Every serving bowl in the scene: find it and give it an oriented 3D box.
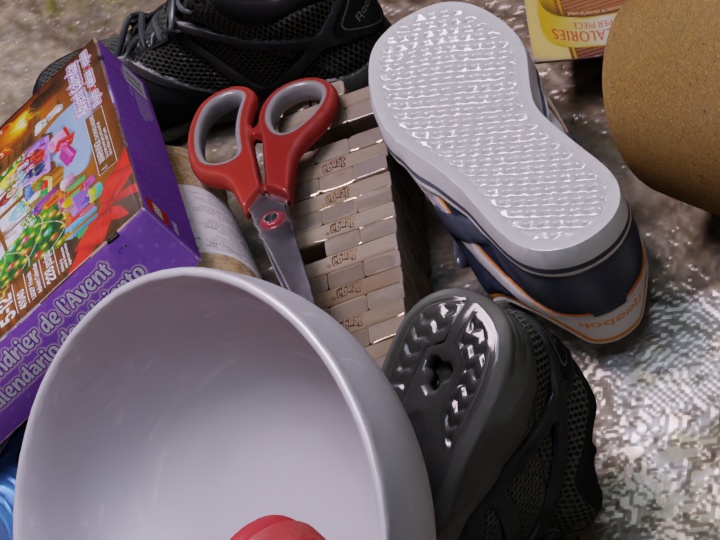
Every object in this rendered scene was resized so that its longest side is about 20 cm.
[{"bbox_3d":[-0.041,0.099,0.933,0.199,0.066,0.201,-1,88,44],"label":"serving bowl"}]

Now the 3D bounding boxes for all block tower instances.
[{"bbox_3d":[0.000,0.000,1.133,0.054,0.058,0.201,-19,46,12],"label":"block tower"}]

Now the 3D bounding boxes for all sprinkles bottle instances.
[{"bbox_3d":[-0.075,0.011,1.119,0.068,0.068,0.200,-29,28,1],"label":"sprinkles bottle"}]

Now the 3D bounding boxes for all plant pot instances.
[{"bbox_3d":[0.203,-0.082,1.032,0.199,0.187,0.187,-3,48,43],"label":"plant pot"}]

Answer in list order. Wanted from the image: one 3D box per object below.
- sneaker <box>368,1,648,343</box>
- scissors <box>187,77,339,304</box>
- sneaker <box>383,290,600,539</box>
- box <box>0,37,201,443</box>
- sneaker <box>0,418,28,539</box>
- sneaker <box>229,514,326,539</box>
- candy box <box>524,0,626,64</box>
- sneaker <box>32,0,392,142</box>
[{"bbox_3d":[0.064,-0.040,1.120,0.078,0.080,0.200,-28,41,-2],"label":"sneaker"},{"bbox_3d":[-0.046,-0.024,1.115,0.073,0.014,0.201,-12,39,10],"label":"scissors"},{"bbox_3d":[0.034,0.112,0.998,0.076,0.114,0.200,26,94,40],"label":"sneaker"},{"bbox_3d":[-0.145,-0.013,1.134,0.137,0.039,0.200,-43,27,9],"label":"box"},{"bbox_3d":[-0.133,0.109,1.088,0.089,0.079,0.201,-5,49,27],"label":"sneaker"},{"bbox_3d":[-0.090,0.135,0.882,0.116,0.078,0.200,50,120,30],"label":"sneaker"},{"bbox_3d":[0.127,-0.201,1.155,0.116,0.201,0.056,-4,13,25],"label":"candy box"},{"bbox_3d":[-0.087,-0.123,1.252,0.198,0.114,0.077,-7,46,25],"label":"sneaker"}]
